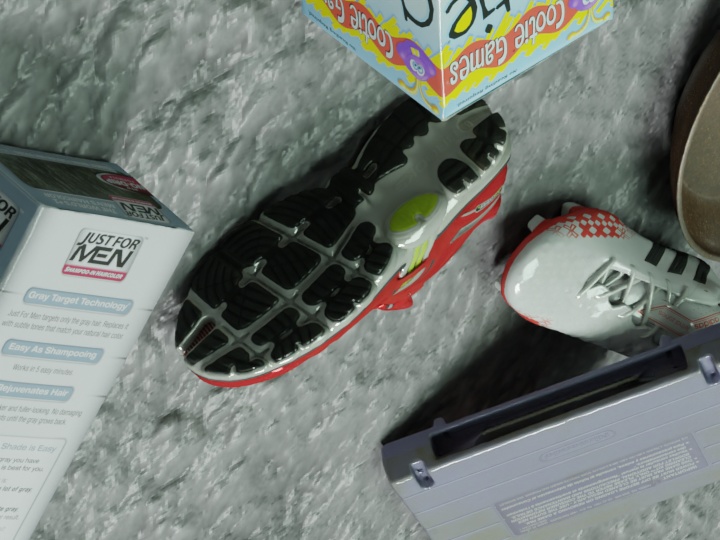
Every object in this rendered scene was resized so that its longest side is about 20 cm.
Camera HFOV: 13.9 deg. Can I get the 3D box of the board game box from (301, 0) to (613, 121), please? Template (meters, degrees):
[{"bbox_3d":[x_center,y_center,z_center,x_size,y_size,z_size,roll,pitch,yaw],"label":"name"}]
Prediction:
[{"bbox_3d":[0.037,-0.183,1.253,0.103,0.105,0.200,-32,141,-24],"label":"board game box"}]

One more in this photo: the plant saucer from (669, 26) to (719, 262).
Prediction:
[{"bbox_3d":[0.235,-0.098,1.628,0.200,0.037,0.201,-30,141,-27],"label":"plant saucer"}]

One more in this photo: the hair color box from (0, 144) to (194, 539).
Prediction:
[{"bbox_3d":[-0.165,0.047,1.276,0.099,0.061,0.200,9,116,-53],"label":"hair color box"}]

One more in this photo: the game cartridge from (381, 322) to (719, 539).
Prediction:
[{"bbox_3d":[0.123,0.098,1.611,0.200,0.038,0.130,-20,151,9],"label":"game cartridge"}]

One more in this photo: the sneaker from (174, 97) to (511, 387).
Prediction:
[{"bbox_3d":[0.000,0.000,1.415,0.200,0.077,0.085,-37,149,-19],"label":"sneaker"}]

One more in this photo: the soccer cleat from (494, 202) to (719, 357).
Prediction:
[{"bbox_3d":[0.149,0.016,1.590,0.200,0.085,0.069,14,111,-54],"label":"soccer cleat"}]
